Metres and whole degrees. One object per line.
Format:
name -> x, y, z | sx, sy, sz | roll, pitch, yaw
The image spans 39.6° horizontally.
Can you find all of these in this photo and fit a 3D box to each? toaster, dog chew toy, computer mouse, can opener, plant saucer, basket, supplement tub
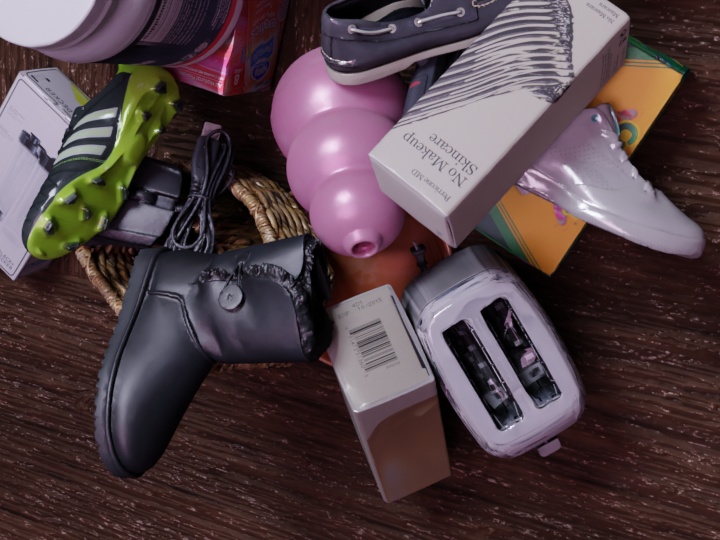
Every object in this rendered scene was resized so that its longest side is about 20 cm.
toaster -> 0.110, 0.063, 0.849 | 0.114, 0.129, 0.200 | -29, 99, 2
dog chew toy -> -0.010, -0.097, 0.845 | 0.124, 0.124, 0.200 | -32, 49, 28
computer mouse -> -0.218, -0.072, 0.908 | 0.200, 0.053, 0.139 | 1, 67, 22
can opener -> 0.063, -0.142, 0.818 | 0.063, 0.200, 0.079 | 32, 152, -19
plant saucer -> 0.000, 0.000, 0.957 | 0.200, 0.032, 0.201 | 6, 107, 21
basket -> -0.140, -0.014, 0.915 | 0.200, 0.149, 0.143 | 47, 122, 32
supplement tub -> -0.191, -0.231, 0.773 | 0.140, 0.200, 0.141 | 4, 100, 21

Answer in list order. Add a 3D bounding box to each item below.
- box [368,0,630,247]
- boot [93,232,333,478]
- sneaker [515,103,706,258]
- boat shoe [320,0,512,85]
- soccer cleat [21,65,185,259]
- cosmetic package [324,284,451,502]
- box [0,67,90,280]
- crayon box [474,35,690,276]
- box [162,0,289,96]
box -> 0.103, -0.120, 0.732 | 0.082, 0.068, 0.200 | 39, 81, 19
boot -> -0.111, 0.065, 0.788 | 0.168, 0.076, 0.200 | -2, 64, 22
sneaker -> 0.184, -0.082, 0.771 | 0.200, 0.075, 0.089 | 29, 98, 11
boat shoe -> 0.059, -0.215, 0.799 | 0.200, 0.073, 0.063 | -25, 137, -7
soccer cleat -> -0.233, -0.098, 0.869 | 0.081, 0.068, 0.200 | 22, 72, 33
cosmetic package -> 0.024, 0.113, 0.876 | 0.071, 0.200, 0.105 | -22, 57, -4
box -> -0.346, -0.102, 1.064 | 0.117, 0.060, 0.200 | 42, 117, 8
crayon box -> 0.167, -0.111, 0.837 | 0.119, 0.058, 0.200 | 34, 115, 11
box -> -0.179, -0.239, 0.931 | 0.200, 0.095, 0.103 | 21, 111, 17
